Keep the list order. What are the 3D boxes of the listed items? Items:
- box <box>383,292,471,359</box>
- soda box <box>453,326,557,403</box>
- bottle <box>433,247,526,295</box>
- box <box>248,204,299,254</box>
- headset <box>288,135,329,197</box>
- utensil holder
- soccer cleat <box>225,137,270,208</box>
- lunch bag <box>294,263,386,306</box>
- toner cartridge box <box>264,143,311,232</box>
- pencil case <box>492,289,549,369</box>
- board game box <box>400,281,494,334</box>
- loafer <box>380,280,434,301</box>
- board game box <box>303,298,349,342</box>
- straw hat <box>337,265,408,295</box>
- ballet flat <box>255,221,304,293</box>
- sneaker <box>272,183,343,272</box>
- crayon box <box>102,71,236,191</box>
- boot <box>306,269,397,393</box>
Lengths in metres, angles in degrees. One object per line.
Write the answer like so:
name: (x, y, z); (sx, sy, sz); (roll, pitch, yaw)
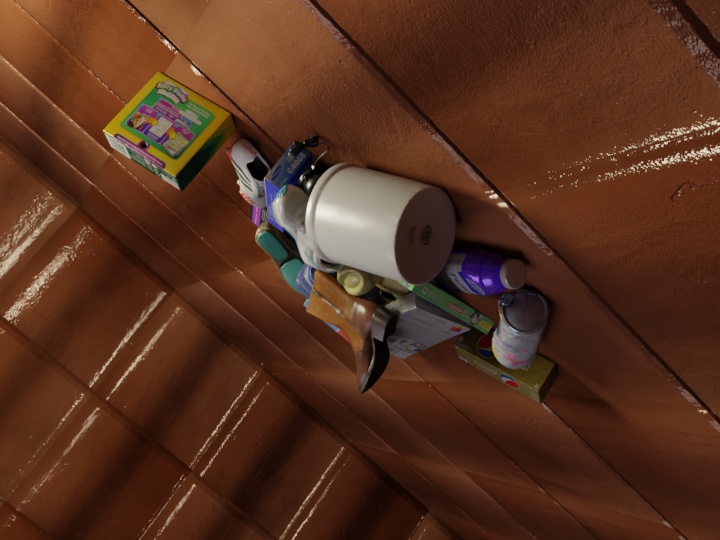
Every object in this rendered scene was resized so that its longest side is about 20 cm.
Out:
box: (0.098, 0.112, 1.789); (0.154, 0.042, 0.199); (22, 146, -34)
soda box: (0.285, 0.177, 1.760); (0.198, 0.068, 0.064); (28, 160, 29)
bottle: (0.198, 0.003, 1.507); (0.083, 0.066, 0.199); (39, 163, -27)
box: (-0.166, -0.092, 2.034); (0.199, 0.036, 0.143); (39, 163, 2)
headset: (-0.074, -0.145, 1.608); (0.123, 0.093, 0.203); (33, 142, 46)
utensil holder: (0.035, -0.076, 1.474); (0.198, 0.171, 0.171); (17, 154, 40)
soccer cleat: (-0.213, -0.189, 1.839); (0.085, 0.069, 0.201); (32, 157, 30)
lunch bag: (-0.035, 0.017, 1.874); (0.199, 0.137, 0.132); (39, 158, -13)
toner cartridge box: (-0.138, -0.156, 1.726); (0.043, 0.096, 0.201); (34, 161, 9)
pencil case: (0.277, 0.105, 1.574); (0.089, 0.084, 0.201); (17, 158, 13)
board game box: (0.131, 0.039, 1.587); (0.198, 0.029, 0.134); (30, -175, -34)
loafer: (0.097, 0.032, 1.761); (0.076, 0.068, 0.200); (45, 162, -8)
board game box: (-0.043, 0.080, 2.035); (0.152, 0.040, 0.200); (40, -164, -4)
straw hat: (0.000, 0.000, 1.684); (0.200, 0.085, 0.202); (36, 155, 20)
ballet flat: (-0.167, -0.035, 2.029); (0.201, 0.069, 0.066); (57, -164, -31)
sneaker: (-0.088, -0.076, 1.603); (0.080, 0.077, 0.201); (23, 157, 40)
crayon box: (-0.373, -0.275, 1.760); (0.198, 0.173, 0.059); (31, 158, 20)
boot: (-0.035, 0.121, 1.761); (0.198, 0.068, 0.191); (28, 126, 27)
